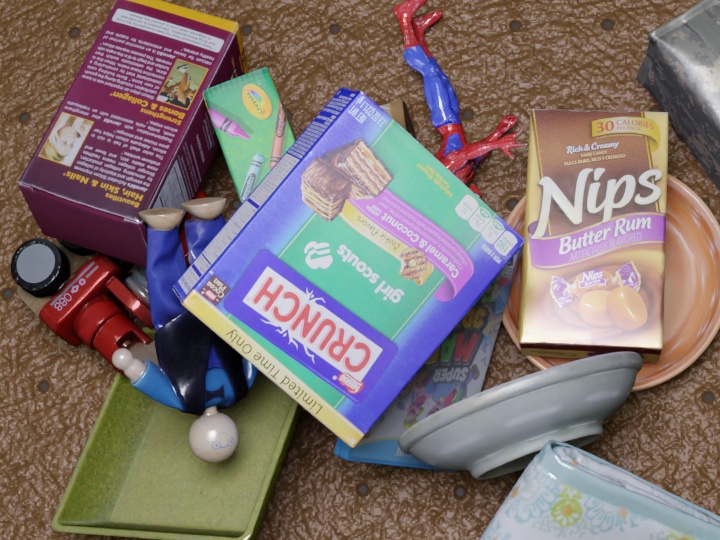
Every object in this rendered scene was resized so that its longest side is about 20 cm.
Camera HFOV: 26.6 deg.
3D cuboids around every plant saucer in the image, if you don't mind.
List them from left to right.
[{"bbox_3d":[-0.131,0.140,1.248,0.198,0.048,0.201,-2,53,31],"label":"plant saucer"},{"bbox_3d":[0.129,0.120,1.172,0.199,0.200,0.051,-20,76,2],"label":"plant saucer"},{"bbox_3d":[0.212,0.007,1.290,0.198,0.037,0.202,-2,75,7],"label":"plant saucer"}]

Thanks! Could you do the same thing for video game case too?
[{"bbox_3d":[0.058,0.060,1.227,0.018,0.143,0.202,19,94,42],"label":"video game case"}]

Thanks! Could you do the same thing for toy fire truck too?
[{"bbox_3d":[-0.175,0.012,1.285,0.176,0.129,0.200,-45,71,-6],"label":"toy fire truck"}]

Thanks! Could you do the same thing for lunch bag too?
[{"bbox_3d":[0.362,-0.168,1.275,0.199,0.118,0.165,-31,74,-7],"label":"lunch bag"}]

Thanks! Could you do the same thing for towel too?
[{"bbox_3d":[0.180,0.235,1.144,0.199,0.048,0.172,26,107,-13],"label":"towel"}]

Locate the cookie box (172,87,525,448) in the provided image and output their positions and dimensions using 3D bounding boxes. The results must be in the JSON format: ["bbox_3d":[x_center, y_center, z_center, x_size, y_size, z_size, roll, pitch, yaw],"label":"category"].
[{"bbox_3d":[-0.010,-0.003,1.121,0.171,0.075,0.200,40,89,-14],"label":"cookie box"}]

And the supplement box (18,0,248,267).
[{"bbox_3d":[-0.180,-0.116,1.246,0.110,0.086,0.201,17,65,12],"label":"supplement box"}]

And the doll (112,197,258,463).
[{"bbox_3d":[-0.129,0.050,1.170,0.136,0.048,0.202,-16,103,-36],"label":"doll"}]

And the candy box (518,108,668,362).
[{"bbox_3d":[0.192,-0.030,1.255,0.116,0.056,0.202,2,75,9],"label":"candy box"}]

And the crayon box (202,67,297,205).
[{"bbox_3d":[-0.069,-0.072,1.262,0.058,0.200,0.120,-20,74,0],"label":"crayon box"}]

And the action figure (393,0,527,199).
[{"bbox_3d":[0.096,-0.146,1.324,0.098,0.065,0.202,-16,74,21],"label":"action figure"}]

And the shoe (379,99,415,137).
[{"bbox_3d":[0.023,-0.088,1.274,0.053,0.200,0.070,-12,112,4],"label":"shoe"}]
